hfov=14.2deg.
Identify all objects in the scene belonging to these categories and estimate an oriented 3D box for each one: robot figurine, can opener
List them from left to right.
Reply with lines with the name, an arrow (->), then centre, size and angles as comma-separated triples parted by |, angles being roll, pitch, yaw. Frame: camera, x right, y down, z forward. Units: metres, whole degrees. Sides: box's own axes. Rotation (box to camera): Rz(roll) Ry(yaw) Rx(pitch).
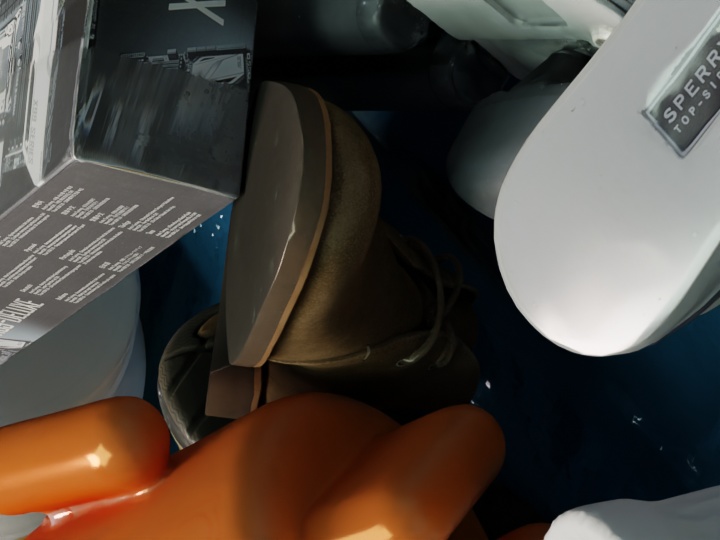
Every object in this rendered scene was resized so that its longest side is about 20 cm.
robot figurine -> -0.039, 0.105, 0.779 | 0.200, 0.144, 0.117 | -30, 46, 31
can opener -> 0.008, -0.050, 0.751 | 0.053, 0.067, 0.200 | 37, 162, -30

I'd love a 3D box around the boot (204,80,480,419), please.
boot -> 0.000, 0.000, 0.768 | 0.200, 0.075, 0.074 | 104, 175, -76

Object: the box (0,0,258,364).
box -> -0.087, -0.070, 0.823 | 0.200, 0.050, 0.158 | -30, 51, 60

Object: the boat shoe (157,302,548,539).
boat shoe -> 0.013, 0.094, 0.874 | 0.200, 0.076, 0.074 | 51, 159, 22

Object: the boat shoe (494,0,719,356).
boat shoe -> 0.108, -0.055, 0.608 | 0.072, 0.066, 0.200 | 51, 127, 23

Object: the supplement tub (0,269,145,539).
supplement tub -> -0.156, 0.052, 1.011 | 0.145, 0.145, 0.200 | 51, 148, 17

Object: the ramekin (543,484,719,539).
ramekin -> 0.122, 0.134, 0.654 | 0.200, 0.098, 0.201 | 161, 90, -81
